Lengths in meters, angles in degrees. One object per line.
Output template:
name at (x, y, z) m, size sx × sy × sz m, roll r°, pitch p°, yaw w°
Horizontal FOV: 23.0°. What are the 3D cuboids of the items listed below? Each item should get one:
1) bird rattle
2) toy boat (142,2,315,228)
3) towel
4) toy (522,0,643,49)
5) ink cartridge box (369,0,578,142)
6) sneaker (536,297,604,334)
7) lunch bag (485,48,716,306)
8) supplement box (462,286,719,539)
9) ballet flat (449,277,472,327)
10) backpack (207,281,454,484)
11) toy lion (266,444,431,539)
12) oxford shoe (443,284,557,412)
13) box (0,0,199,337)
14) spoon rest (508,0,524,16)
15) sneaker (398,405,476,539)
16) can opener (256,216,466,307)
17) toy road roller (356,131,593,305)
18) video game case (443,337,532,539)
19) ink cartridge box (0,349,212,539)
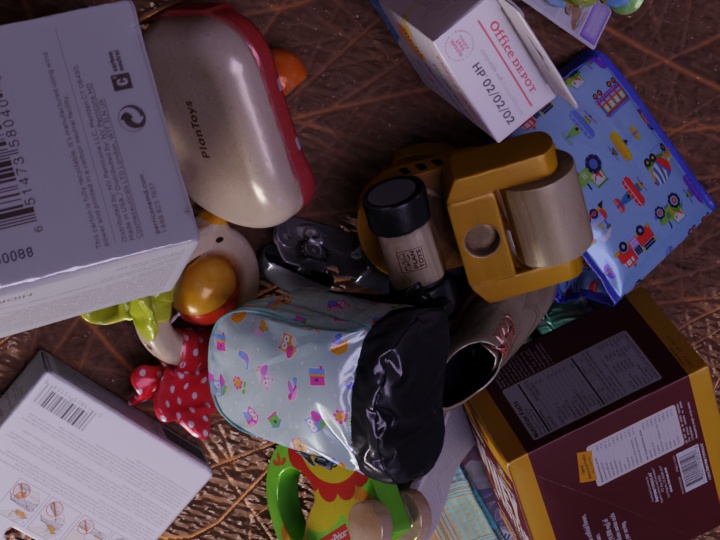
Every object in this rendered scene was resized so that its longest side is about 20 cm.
bird rattle at (-0.147, 0.038, 1.532) m, size 0.163 × 0.112 × 0.201 m, roll -44°, pitch 127°, yaw -19°
toy boat at (-0.092, -0.139, 1.474) m, size 0.131 × 0.130 × 0.201 m, roll -41°, pitch 125°, yaw -38°
towel at (0.069, 0.280, 1.757) m, size 0.146 × 0.022 × 0.201 m, roll -28°, pitch 125°, yaw 0°
toy at (0.201, -0.262, 1.519) m, size 0.200 × 0.047 × 0.116 m, roll 17°, pitch 100°, yaw -62°
ink cartridge box at (0.089, -0.185, 1.469) m, size 0.068 × 0.200 × 0.115 m, roll -39°, pitch 122°, yaw -2°
sneaker at (0.227, 0.047, 1.727) m, size 0.201 × 0.074 × 0.088 m, roll 56°, pitch 52°, yaw -24°
lunch bag at (0.207, -0.093, 1.608) m, size 0.150 × 0.094 × 0.201 m, roll -40°, pitch 110°, yaw -24°
supplement box at (0.219, 0.163, 1.631) m, size 0.199 × 0.133 × 0.198 m, roll -25°, pitch 127°, yaw -5°
ballet flat at (0.054, 0.083, 1.665) m, size 0.200 × 0.046 × 0.067 m, roll -40°, pitch 121°, yaw -2°
backpack at (-0.029, 0.083, 1.490) m, size 0.126 × 0.199 × 0.168 m, roll -5°, pitch 106°, yaw -51°
toy lion at (-0.026, 0.177, 1.615) m, size 0.068 × 0.193 × 0.200 m, roll -7°, pitch 157°, yaw -40°
oxford shoe at (0.116, 0.065, 1.563) m, size 0.200 × 0.075 × 0.071 m, roll -43°, pitch 113°, yaw -23°
box at (-0.248, -0.069, 1.348) m, size 0.198 × 0.171 × 0.201 m, roll -14°, pitch 80°, yaw -18°
spoon rest at (0.161, -0.312, 1.537) m, size 0.099 × 0.060 × 0.201 m, roll 36°, pitch 82°, yaw -33°
sneaker at (0.050, 0.156, 1.671) m, size 0.071 × 0.099 × 0.201 m, roll 48°, pitch 61°, yaw -46°
can opener at (0.000, 0.000, 1.613) m, size 0.199 × 0.054 × 0.067 m, roll 16°, pitch 138°, yaw -29°
toy road roller at (0.094, -0.056, 1.546) m, size 0.198 × 0.146 × 0.124 m, roll -15°, pitch 120°, yaw 7°
video game case at (0.147, 0.171, 1.759) m, size 0.182 × 0.023 × 0.201 m, roll 31°, pitch 98°, yaw -31°
ink cartridge box at (-0.259, 0.191, 1.581) m, size 0.200 × 0.044 × 0.174 m, roll 36°, pitch 100°, yaw -32°
